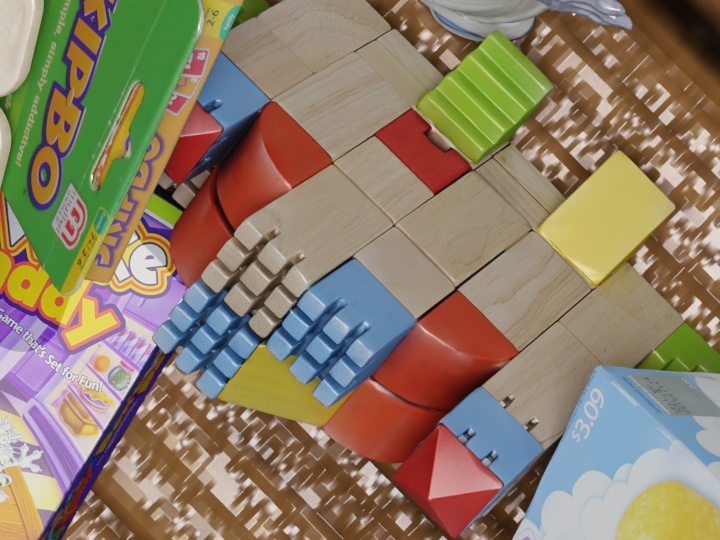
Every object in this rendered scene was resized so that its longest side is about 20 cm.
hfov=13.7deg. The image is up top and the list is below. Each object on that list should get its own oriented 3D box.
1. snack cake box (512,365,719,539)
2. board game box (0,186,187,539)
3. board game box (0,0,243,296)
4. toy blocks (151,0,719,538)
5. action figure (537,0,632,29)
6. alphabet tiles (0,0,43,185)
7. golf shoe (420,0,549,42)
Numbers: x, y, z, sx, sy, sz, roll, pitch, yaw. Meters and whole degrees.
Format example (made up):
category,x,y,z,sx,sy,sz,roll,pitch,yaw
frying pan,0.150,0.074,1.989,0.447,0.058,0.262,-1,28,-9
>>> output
category,x,y,z,sx,sy,sz,roll,pitch,yaw
snack cake box,0.077,0.139,0.813,0.115,0.067,0.200,45,120,43
board game box,-0.157,-0.006,0.941,0.200,0.045,0.135,32,93,6
board game box,-0.088,-0.081,0.864,0.030,0.200,0.096,13,116,-30
toy blocks,0.000,0.000,0.863,0.200,0.137,0.100,45,125,7
action figure,0.058,-0.174,0.815,0.149,0.134,0.201,18,93,27
alphabet tiles,-0.182,-0.061,0.878,0.195,0.015,0.200,22,108,22
golf shoe,-0.018,-0.146,0.903,0.200,0.097,0.078,32,95,7
